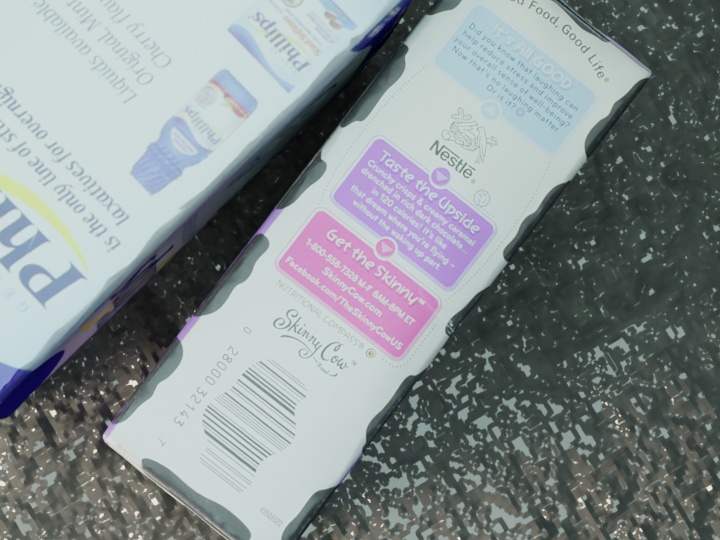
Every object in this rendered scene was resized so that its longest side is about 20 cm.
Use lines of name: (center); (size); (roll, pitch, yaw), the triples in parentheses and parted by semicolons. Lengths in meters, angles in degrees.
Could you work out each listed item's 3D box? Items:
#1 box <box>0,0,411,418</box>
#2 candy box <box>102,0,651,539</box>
box: (-0.090, -0.052, 0.852); (0.200, 0.184, 0.105); (-44, 91, -6)
candy box: (0.000, 0.000, 0.862); (0.071, 0.168, 0.200); (37, 84, -1)
